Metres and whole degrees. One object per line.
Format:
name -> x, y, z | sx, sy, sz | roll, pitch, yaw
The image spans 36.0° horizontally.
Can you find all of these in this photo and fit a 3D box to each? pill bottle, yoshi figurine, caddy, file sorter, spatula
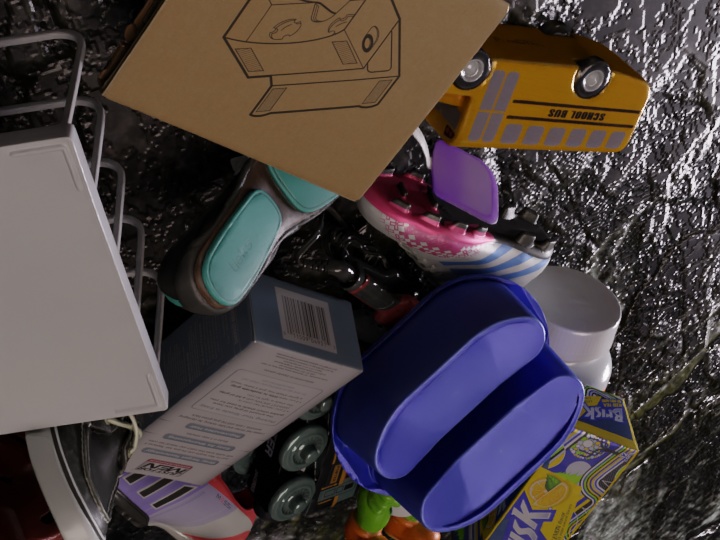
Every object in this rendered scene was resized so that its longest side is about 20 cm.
pill bottle -> 0.159, 0.104, 0.986 | 0.108, 0.110, 0.202 | -7, 130, -25
yoshi figurine -> 0.057, 0.169, 0.957 | 0.110, 0.113, 0.203 | 14, 115, 0
caddy -> 0.071, 0.097, 0.848 | 0.199, 0.105, 0.142 | -41, 119, -5
file sorter -> -0.200, -0.021, 0.645 | 0.136, 0.126, 0.202 | -9, 133, 1
spatula -> 0.034, -0.100, 0.791 | 0.020, 0.057, 0.199 | -22, 137, 35

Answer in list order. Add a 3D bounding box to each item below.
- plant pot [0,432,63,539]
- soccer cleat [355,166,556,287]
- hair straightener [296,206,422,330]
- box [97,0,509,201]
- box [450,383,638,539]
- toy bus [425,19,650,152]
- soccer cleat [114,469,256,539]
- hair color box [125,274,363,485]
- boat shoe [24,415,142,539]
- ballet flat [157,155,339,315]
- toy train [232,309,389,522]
plant pot -> -0.298, 0.215, 0.765 | 0.199, 0.201, 0.197 | 18, 108, -39
soccer cleat -> 0.066, -0.016, 0.861 | 0.198, 0.070, 0.087 | 14, 125, -36
hair straightener -> 0.000, 0.000, 0.832 | 0.041, 0.078, 0.199 | -33, 155, 17
box -> -0.028, -0.134, 0.650 | 0.198, 0.021, 0.164 | 19, 122, -40
box -> 0.150, 0.187, 0.939 | 0.069, 0.065, 0.201 | 20, 124, -13
toy bus -> 0.112, -0.133, 0.794 | 0.197, 0.065, 0.079 | -2, 129, -30
soccer cleat -> -0.155, 0.176, 0.903 | 0.074, 0.068, 0.200 | -53, 135, -9
hair color box -> -0.100, 0.084, 0.805 | 0.098, 0.061, 0.199 | 19, 136, -39
boat shoe -> -0.178, 0.098, 0.719 | 0.063, 0.201, 0.071 | -21, 127, -7
ballet flat -> -0.069, -0.048, 0.740 | 0.200, 0.068, 0.069 | -49, 120, -37
toy train -> -0.035, 0.119, 0.911 | 0.113, 0.085, 0.202 | -12, 130, -39
